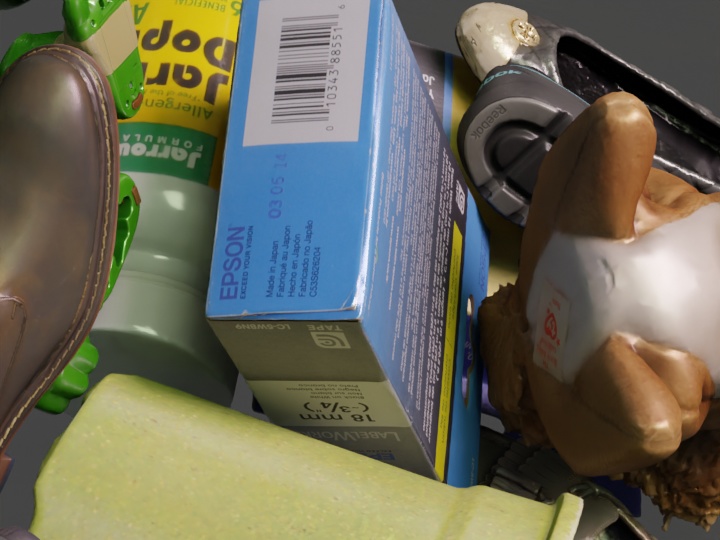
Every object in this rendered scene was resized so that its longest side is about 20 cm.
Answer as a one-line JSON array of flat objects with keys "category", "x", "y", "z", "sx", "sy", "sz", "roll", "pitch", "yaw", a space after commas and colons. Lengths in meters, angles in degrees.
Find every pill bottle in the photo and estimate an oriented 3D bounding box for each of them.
[{"category": "pill bottle", "x": -0.079, "y": -0.035, "z": 1.062, "sx": 0.112, "sy": 0.113, "sz": 0.201, "roll": 21, "pitch": 55, "yaw": -15}]

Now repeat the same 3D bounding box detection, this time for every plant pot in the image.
[{"category": "plant pot", "x": -0.042, "y": 0.134, "z": 0.947, "sx": 0.184, "sy": 0.201, "sz": 0.201, "roll": 27, "pitch": 52, "yaw": 4}]

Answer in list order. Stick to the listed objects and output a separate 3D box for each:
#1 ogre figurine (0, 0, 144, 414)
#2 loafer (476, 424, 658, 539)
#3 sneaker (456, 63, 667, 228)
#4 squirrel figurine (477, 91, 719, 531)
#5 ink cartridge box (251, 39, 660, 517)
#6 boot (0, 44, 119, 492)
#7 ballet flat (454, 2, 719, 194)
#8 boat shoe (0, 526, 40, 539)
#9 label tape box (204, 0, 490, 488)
[{"category": "ogre figurine", "x": -0.145, "y": -0.049, "z": 0.976, "sx": 0.098, "sy": 0.119, "sz": 0.201, "roll": -15, "pitch": 104, "yaw": -65}, {"category": "loafer", "x": 0.104, "y": 0.127, "z": 1.086, "sx": 0.200, "sy": 0.063, "sz": 0.072, "roll": 40, "pitch": 60, "yaw": -3}, {"category": "sneaker", "x": 0.126, "y": -0.021, "z": 1.132, "sx": 0.200, "sy": 0.075, "sz": 0.079, "roll": 45, "pitch": 18, "yaw": -16}, {"category": "squirrel figurine", "x": 0.156, "y": 0.026, "z": 1.046, "sx": 0.186, "sy": 0.200, "sz": 0.142, "roll": -1, "pitch": 70, "yaw": -21}, {"category": "ink cartridge box", "x": 0.053, "y": -0.006, "z": 1.158, "sx": 0.197, "sy": 0.047, "sz": 0.201, "roll": 16, "pitch": 53, "yaw": -19}, {"category": "boot", "x": -0.145, "y": 0.015, "z": 0.876, "sx": 0.074, "sy": 0.201, "sz": 0.097, "roll": 21, "pitch": 5, "yaw": 17}, {"category": "ballet flat", "x": 0.135, "y": -0.074, "z": 1.180, "sx": 0.199, "sy": 0.057, "sz": 0.067, "roll": 29, "pitch": 50, "yaw": -9}, {"category": "boat shoe", "x": -0.127, "y": 0.184, "z": 0.879, "sx": 0.074, "sy": 0.201, "sz": 0.060, "roll": 6, "pitch": 24, "yaw": 25}, {"category": "label tape box", "x": 0.000, "y": 0.000, "z": 1.013, "sx": 0.063, "sy": 0.200, "sz": 0.145, "roll": -2, "pitch": 62, "yaw": 14}]
